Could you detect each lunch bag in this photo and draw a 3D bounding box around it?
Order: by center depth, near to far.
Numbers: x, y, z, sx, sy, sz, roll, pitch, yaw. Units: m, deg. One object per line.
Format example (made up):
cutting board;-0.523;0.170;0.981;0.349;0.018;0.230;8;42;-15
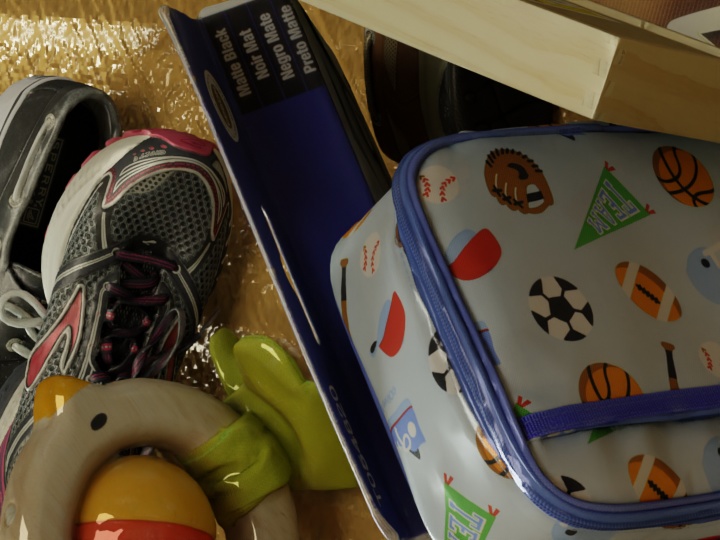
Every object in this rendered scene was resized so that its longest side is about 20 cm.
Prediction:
lunch bag;0.097;0.029;0.927;0.076;0.199;0.161;-52;53;44

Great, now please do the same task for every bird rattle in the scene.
bird rattle;-0.071;0.118;1.110;0.112;0.162;0.202;-5;73;61

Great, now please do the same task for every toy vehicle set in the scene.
toy vehicle set;0.040;-0.089;0.948;0.199;0.124;0.027;26;102;37

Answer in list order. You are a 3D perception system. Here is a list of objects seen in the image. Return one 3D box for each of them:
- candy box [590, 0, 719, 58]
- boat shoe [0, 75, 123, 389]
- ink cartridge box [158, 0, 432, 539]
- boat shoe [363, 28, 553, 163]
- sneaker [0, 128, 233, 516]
candy box;0.166;-0.101;0.962;0.200;0.055;0.116;40;114;36
boat shoe;-0.144;0.014;1.235;0.068;0.073;0.201;14;87;57
ink cartridge box;0.000;0.000;0.998;0.040;0.200;0.201;-23;84;5
boat shoe;0.029;-0.135;1.084;0.074;0.075;0.202;-1;85;46
sneaker;-0.101;0.036;1.176;0.075;0.080;0.201;-127;54;-63
